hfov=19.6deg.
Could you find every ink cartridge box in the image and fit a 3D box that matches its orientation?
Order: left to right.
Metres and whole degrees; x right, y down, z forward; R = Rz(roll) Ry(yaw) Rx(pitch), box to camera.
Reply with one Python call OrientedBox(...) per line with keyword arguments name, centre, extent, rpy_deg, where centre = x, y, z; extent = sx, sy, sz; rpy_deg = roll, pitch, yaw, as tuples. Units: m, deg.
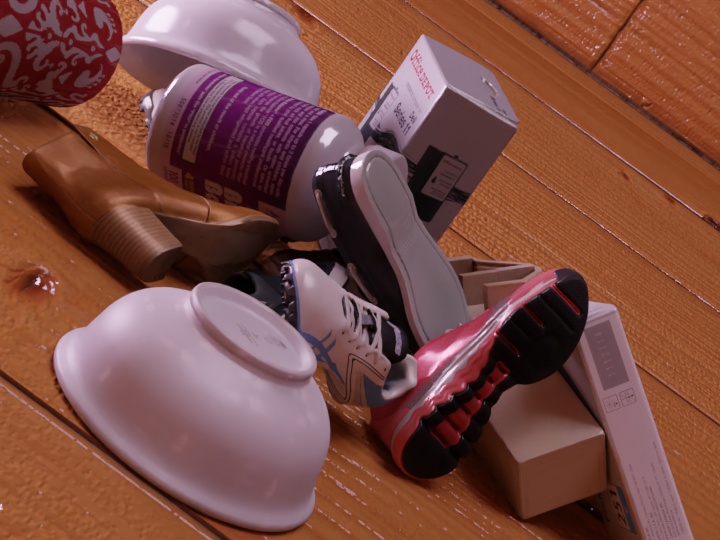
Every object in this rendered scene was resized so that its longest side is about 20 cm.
OrientedBox(name="ink cartridge box", centre=(0.045, -0.097, 1.903), extent=(0.083, 0.200, 0.147), rpy_deg=(29, 17, -20))
OrientedBox(name="ink cartridge box", centre=(0.192, 0.122, 1.686), extent=(0.176, 0.045, 0.200), rpy_deg=(-168, -122, -77))

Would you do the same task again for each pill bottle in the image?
OrientedBox(name="pill bottle", centre=(-0.067, -0.089, 1.726), extent=(0.200, 0.112, 0.112), rpy_deg=(21, 12, 18))

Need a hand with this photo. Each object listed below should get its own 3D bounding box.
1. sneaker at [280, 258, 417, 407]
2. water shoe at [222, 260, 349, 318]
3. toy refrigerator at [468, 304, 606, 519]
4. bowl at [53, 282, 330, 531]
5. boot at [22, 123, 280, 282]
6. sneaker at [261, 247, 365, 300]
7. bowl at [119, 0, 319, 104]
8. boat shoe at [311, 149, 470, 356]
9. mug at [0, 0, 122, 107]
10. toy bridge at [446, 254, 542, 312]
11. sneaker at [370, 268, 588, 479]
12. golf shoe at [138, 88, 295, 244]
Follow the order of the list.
OrientedBox(name="sneaker", centre=(-0.009, 0.041, 1.479), extent=(0.200, 0.072, 0.072), rpy_deg=(55, 26, -62))
OrientedBox(name="water shoe", centre=(-0.064, 0.020, 1.592), extent=(0.079, 0.072, 0.200), rpy_deg=(34, 16, 1))
OrientedBox(name="toy refrigerator", centre=(0.120, 0.107, 1.681), extent=(0.076, 0.070, 0.200), rpy_deg=(-18, 39, -14))
OrientedBox(name="bowl", centre=(-0.092, 0.071, 1.363), extent=(0.201, 0.090, 0.201), rpy_deg=(32, 17, -11))
OrientedBox(name="boot", centre=(-0.159, -0.058, 1.614), extent=(0.144, 0.071, 0.201), rpy_deg=(45, 23, 18))
OrientedBox(name="sneaker", centre=(0.000, 0.000, 1.766), extent=(0.200, 0.076, 0.070), rpy_deg=(16, 25, -50))
OrientedBox(name="bowl", centre=(-0.115, -0.196, 1.881), extent=(0.201, 0.090, 0.201), rpy_deg=(23, -10, 4))
OrientedBox(name="boat shoe", centre=(0.026, -0.001, 1.644), extent=(0.076, 0.060, 0.200), rpy_deg=(-38, 111, -50))
OrientedBox(name="mug", centre=(-0.301, -0.213, 1.668), extent=(0.178, 0.133, 0.200), rpy_deg=(45, 16, 24))
OrientedBox(name="toy bridge", centre=(0.113, 0.011, 1.691), extent=(0.067, 0.027, 0.200), rpy_deg=(-7, 8, -10))
OrientedBox(name="sneaker", centre=(0.083, 0.062, 1.572), extent=(0.087, 0.200, 0.074), rpy_deg=(39, -10, 50))
OrientedBox(name="golf shoe", centre=(-0.107, -0.110, 1.840), extent=(0.200, 0.088, 0.077), rpy_deg=(40, 18, 19))
